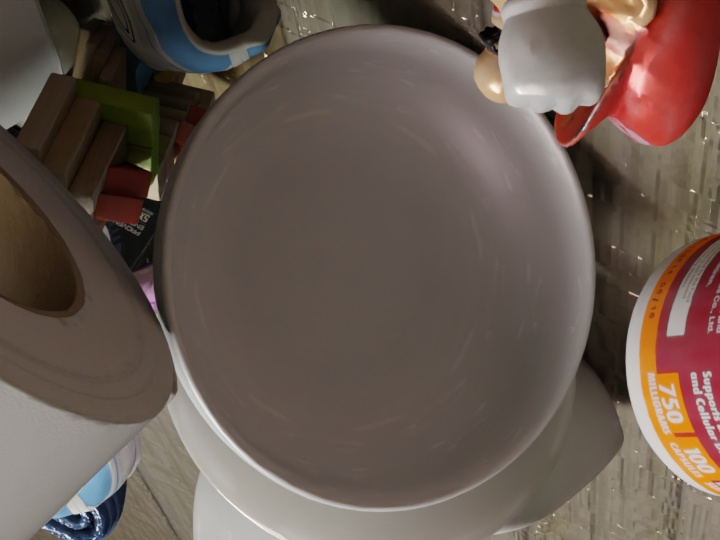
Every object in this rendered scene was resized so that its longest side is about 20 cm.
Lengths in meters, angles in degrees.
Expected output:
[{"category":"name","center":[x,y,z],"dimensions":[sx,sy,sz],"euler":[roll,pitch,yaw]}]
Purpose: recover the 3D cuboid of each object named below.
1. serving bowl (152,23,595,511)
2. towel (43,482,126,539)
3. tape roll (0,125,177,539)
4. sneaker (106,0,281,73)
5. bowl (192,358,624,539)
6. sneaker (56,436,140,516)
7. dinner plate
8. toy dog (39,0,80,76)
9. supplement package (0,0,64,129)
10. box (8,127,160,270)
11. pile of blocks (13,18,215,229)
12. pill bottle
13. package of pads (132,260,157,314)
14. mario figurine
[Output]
[{"category":"serving bowl","center":[0.000,0.000,0.746],"dimensions":[0.200,0.200,0.066],"euler":[39,162,-18]},{"category":"towel","center":[-0.194,0.104,1.092],"dimensions":[0.112,0.049,0.200],"euler":[31,-174,-10]},{"category":"tape roll","center":[-0.186,0.023,0.633],"dimensions":[0.203,0.139,0.203],"euler":[43,-167,-12]},{"category":"sneaker","center":[-0.099,-0.161,0.716],"dimensions":[0.072,0.072,0.200],"euler":[-7,139,30]},{"category":"bowl","center":[0.024,0.084,0.915],"dimensions":[0.199,0.075,0.200],"euler":[-9,-175,25]},{"category":"sneaker","center":[-0.172,0.041,0.934],"dimensions":[0.072,0.072,0.200],"euler":[2,117,35]},{"category":"dinner plate","center":[0.008,0.034,0.799],"dimensions":[0.200,0.200,0.024],"euler":[32,153,-1]},{"category":"toy dog","center":[-0.207,-0.102,0.932],"dimensions":[0.132,0.096,0.200],"euler":[40,157,-8]},{"category":"supplement package","center":[-0.249,-0.154,0.725],"dimensions":[0.200,0.147,0.191],"euler":[51,166,23]},{"category":"box","center":[-0.209,0.000,1.171],"dimensions":[0.164,0.086,0.200],"euler":[27,158,10]},{"category":"pile of blocks","center":[-0.097,-0.073,0.808],"dimensions":[0.062,0.200,0.082],"euler":[14,115,4]},{"category":"pill bottle","center":[0.201,0.030,0.654],"dimensions":[0.113,0.113,0.200],"euler":[40,157,-19]},{"category":"package of pads","center":[-0.048,0.016,0.936],"dimensions":[0.200,0.120,0.076],"euler":[-8,104,59]},{"category":"mario figurine","center":[0.034,-0.108,0.580],"dimensions":[0.200,0.124,0.106],"euler":[42,144,-14]}]
